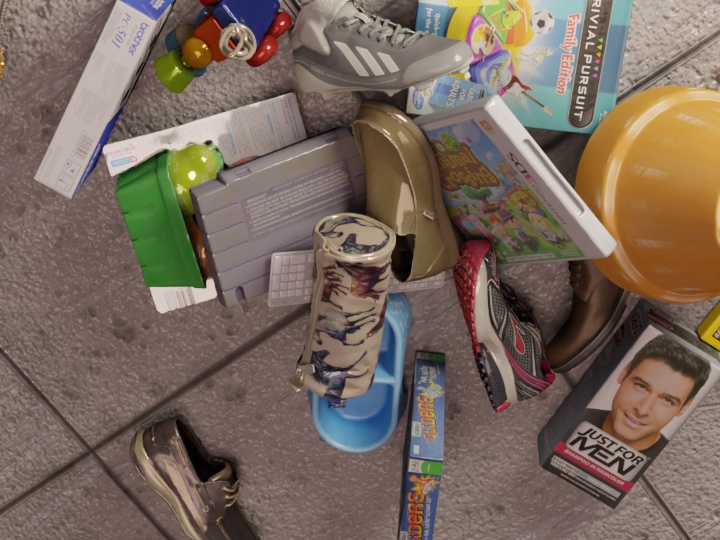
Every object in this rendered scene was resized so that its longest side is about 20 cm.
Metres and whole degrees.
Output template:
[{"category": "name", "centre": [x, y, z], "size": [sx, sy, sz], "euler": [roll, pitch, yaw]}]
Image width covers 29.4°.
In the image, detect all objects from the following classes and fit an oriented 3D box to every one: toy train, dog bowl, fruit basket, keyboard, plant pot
[{"category": "toy train", "centre": [-0.140, -0.200, 1.234], "size": [0.115, 0.201, 0.085], "euler": [-32, 110, 23]}, {"category": "dog bowl", "centre": [-0.003, 0.103, 1.447], "size": [0.109, 0.050, 0.203], "euler": [4, 115, 3]}, {"category": "fruit basket", "centre": [-0.137, -0.067, 1.371], "size": [0.197, 0.094, 0.188], "euler": [-19, 114, -4]}, {"category": "keyboard", "centre": [0.000, 0.000, 1.369], "size": [0.197, 0.011, 0.057], "euler": [-6, 122, -26]}, {"category": "plant pot", "centre": [0.321, -0.061, 1.232], "size": [0.197, 0.183, 0.204], "euler": [-3, 100, -18]}]

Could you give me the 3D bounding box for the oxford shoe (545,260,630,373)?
[{"category": "oxford shoe", "centre": [0.233, 0.010, 1.377], "size": [0.084, 0.073, 0.202], "euler": [29, 102, -7]}]

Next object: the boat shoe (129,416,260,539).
[{"category": "boat shoe", "centre": [-0.170, 0.245, 1.514], "size": [0.073, 0.075, 0.201], "euler": [-34, 110, 19]}]

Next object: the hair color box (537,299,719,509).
[{"category": "hair color box", "centre": [0.281, 0.142, 1.437], "size": [0.098, 0.061, 0.201], "euler": [29, 113, -9]}]

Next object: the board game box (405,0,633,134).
[{"category": "board game box", "centre": [0.147, -0.215, 1.287], "size": [0.196, 0.047, 0.153], "euler": [6, 116, 2]}]

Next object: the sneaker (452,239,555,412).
[{"category": "sneaker", "centre": [0.144, 0.049, 1.397], "size": [0.074, 0.081, 0.202], "euler": [-19, 126, 0]}]

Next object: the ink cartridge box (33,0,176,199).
[{"category": "ink cartridge box", "centre": [-0.243, -0.174, 1.311], "size": [0.044, 0.094, 0.201], "euler": [28, 115, -7]}]

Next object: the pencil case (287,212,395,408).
[{"category": "pencil case", "centre": [-0.017, 0.036, 1.321], "size": [0.089, 0.078, 0.202], "euler": [-23, 138, -32]}]

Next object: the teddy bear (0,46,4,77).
[{"category": "teddy bear", "centre": [-0.428, -0.236, 1.321], "size": [0.197, 0.067, 0.147], "euler": [12, 107, 6]}]

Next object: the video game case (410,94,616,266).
[{"category": "video game case", "centre": [0.126, -0.077, 1.290], "size": [0.182, 0.199, 0.022], "euler": [48, 70, -17]}]

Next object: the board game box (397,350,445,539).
[{"category": "board game box", "centre": [0.062, 0.191, 1.400], "size": [0.034, 0.201, 0.137], "euler": [7, 116, 1]}]

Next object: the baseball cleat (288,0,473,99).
[{"category": "baseball cleat", "centre": [0.008, -0.211, 1.253], "size": [0.198, 0.070, 0.108], "euler": [-3, 114, 37]}]

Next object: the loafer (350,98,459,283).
[{"category": "loafer", "centre": [0.038, -0.069, 1.309], "size": [0.067, 0.076, 0.202], "euler": [-41, 123, -26]}]

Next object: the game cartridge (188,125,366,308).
[{"category": "game cartridge", "centre": [-0.061, -0.058, 1.336], "size": [0.198, 0.038, 0.131], "euler": [-22, 116, -17]}]

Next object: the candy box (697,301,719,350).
[{"category": "candy box", "centre": [0.442, 0.016, 1.384], "size": [0.101, 0.027, 0.201], "euler": [29, 114, -13]}]
